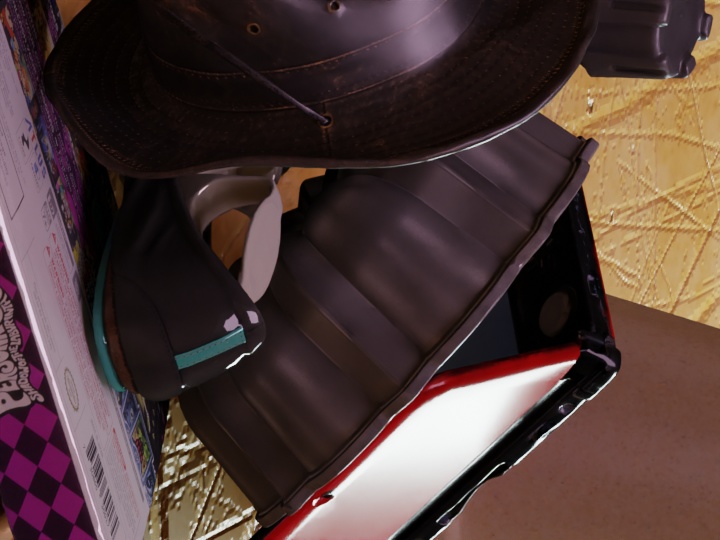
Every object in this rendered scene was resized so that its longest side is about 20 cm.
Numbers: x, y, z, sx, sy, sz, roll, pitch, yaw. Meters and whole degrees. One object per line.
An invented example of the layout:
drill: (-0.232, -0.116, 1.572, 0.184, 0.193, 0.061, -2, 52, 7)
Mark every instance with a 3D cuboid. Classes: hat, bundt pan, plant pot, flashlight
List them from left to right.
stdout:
hat: (-0.019, -0.111, 1.004, 0.201, 0.200, 0.081, -49, 139, -44)
bundt pan: (0.000, 0.000, 1.142, 0.076, 0.202, 0.202, 42, 48, -5)
flashlight: (0.047, -0.111, 1.236, 0.068, 0.199, 0.068, -23, 118, -56)
plant pot: (0.121, 0.092, 1.399, 0.200, 0.182, 0.202, 10, 90, -72)

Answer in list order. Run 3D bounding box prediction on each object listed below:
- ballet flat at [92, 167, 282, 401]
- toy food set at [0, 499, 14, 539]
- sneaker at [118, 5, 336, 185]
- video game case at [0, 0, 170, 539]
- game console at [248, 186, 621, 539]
ballet flat: (-0.062, -0.027, 1.079, 0.201, 0.068, 0.068, -98, 172, -48)
toy food set: (-0.182, 0.067, 1.030, 0.198, 0.048, 0.201, -53, 141, -40)
sneaker: (-0.012, -0.097, 1.181, 0.200, 0.070, 0.108, -46, 170, 30)
video game case: (-0.115, -0.005, 1.037, 0.181, 0.036, 0.201, -85, 161, -67)
game console: (0.003, 0.055, 1.228, 0.118, 0.200, 0.173, 22, 41, -30)
